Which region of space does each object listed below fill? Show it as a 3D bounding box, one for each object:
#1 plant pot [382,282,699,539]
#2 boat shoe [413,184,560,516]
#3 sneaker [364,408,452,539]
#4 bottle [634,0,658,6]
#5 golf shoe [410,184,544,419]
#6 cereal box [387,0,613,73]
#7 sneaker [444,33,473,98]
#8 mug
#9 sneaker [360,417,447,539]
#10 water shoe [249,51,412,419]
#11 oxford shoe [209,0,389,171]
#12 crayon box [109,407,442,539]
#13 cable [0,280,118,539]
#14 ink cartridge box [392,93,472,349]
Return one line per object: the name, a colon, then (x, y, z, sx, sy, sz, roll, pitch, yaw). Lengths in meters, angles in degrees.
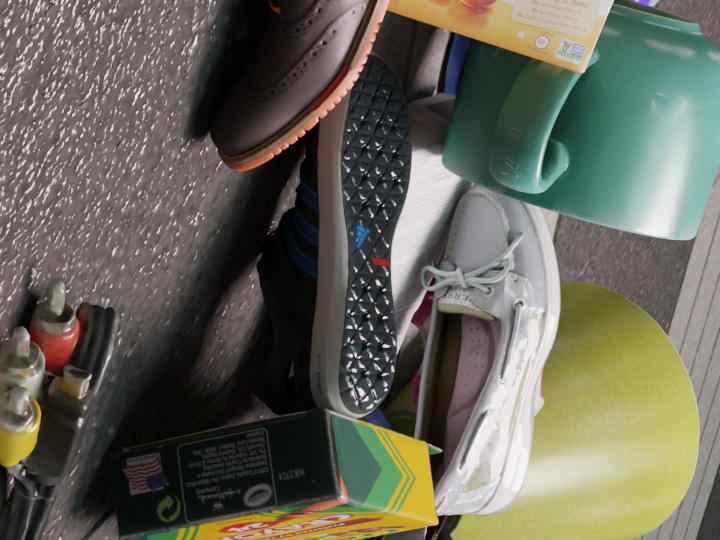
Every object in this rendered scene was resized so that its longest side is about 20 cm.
plant pot: (0.098, 0.118, 1.864, 0.200, 0.187, 0.188, -16, 132, -48)
boat shoe: (0.067, 0.046, 1.624, 0.065, 0.074, 0.203, 1, 100, -45)
sneaker: (0.000, 0.191, 1.747, 0.200, 0.115, 0.081, -63, 162, -4)
bottle: (0.195, -0.227, 1.801, 0.200, 0.065, 0.084, -43, 152, -49)
golf shoe: (0.074, 0.024, 1.730, 0.091, 0.075, 0.201, -27, 122, -44)
cereal box: (0.082, -0.214, 1.374, 0.040, 0.143, 0.201, -116, -135, -66)
sneaker: (0.105, -0.146, 1.633, 0.070, 0.078, 0.201, -44, 154, -48)
mug: (0.133, -0.091, 1.511, 0.185, 0.151, 0.115, -130, -125, -74)
sneaker: (-0.024, 0.154, 1.637, 0.200, 0.106, 0.075, -45, 155, -45)
water shoe: (-0.024, -0.021, 1.463, 0.071, 0.079, 0.201, 20, 71, -53)
oxford shoe: (-0.023, -0.141, 1.320, 0.072, 0.071, 0.200, 28, 100, -31)
crayon box: (-0.037, 0.120, 1.489, 0.200, 0.126, 0.051, 24, 56, -68)
cable: (-0.159, 0.084, 1.292, 0.200, 0.050, 0.097, 116, -5, -47)
ink cartridge box: (0.000, 0.000, 1.601, 0.201, 0.050, 0.161, -65, 164, 19)
